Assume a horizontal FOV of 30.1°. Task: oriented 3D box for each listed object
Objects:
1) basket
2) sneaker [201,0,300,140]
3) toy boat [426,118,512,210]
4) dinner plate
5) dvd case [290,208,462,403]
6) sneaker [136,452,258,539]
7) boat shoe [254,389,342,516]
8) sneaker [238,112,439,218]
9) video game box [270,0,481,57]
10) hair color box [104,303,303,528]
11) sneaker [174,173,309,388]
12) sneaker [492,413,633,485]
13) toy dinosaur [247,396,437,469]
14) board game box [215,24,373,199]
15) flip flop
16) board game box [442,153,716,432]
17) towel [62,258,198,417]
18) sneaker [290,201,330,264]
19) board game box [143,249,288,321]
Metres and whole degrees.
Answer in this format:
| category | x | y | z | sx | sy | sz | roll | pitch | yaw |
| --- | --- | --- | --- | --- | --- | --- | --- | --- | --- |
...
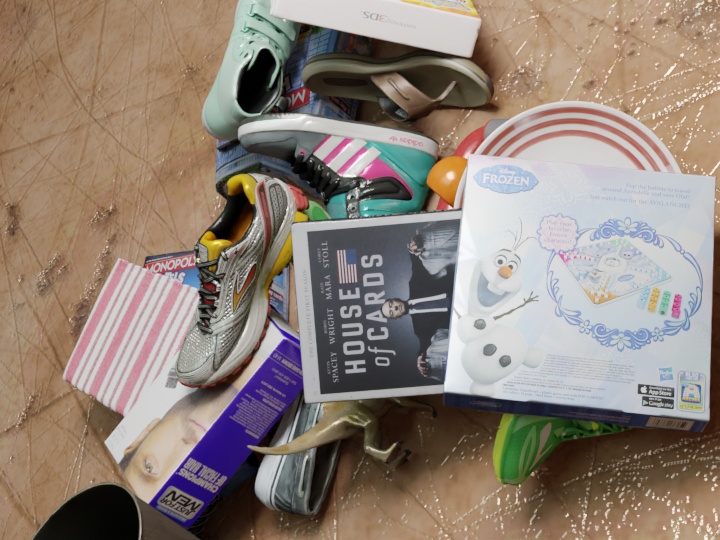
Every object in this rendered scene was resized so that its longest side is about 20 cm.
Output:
| category | x | y | z | sx | sy | sz | roll | pitch | yaw |
| --- | --- | --- | --- | --- | --- | --- | --- | --- | --- |
| basket | -0.188 | 0.297 | 1.189 | 0.181 | 0.200 | 0.136 | -49 | 45 | 6 |
| sneaker | -0.090 | -0.230 | 1.350 | 0.118 | 0.073 | 0.202 | -8 | 61 | 66 |
| toy boat | 0.104 | -0.055 | 1.187 | 0.130 | 0.130 | 0.202 | 4 | 70 | 41 |
| dinner plate | 0.176 | -0.039 | 1.121 | 0.198 | 0.024 | 0.203 | 0 | 91 | 4 |
| dvd case | 0.046 | 0.028 | 1.107 | 0.198 | 0.025 | 0.152 | -5 | 93 | 1 |
| sneaker | -0.170 | 0.243 | 1.305 | 0.200 | 0.078 | 0.090 | -39 | 62 | 21 |
| boat shoe | -0.029 | 0.134 | 1.249 | 0.070 | 0.072 | 0.202 | 16 | 83 | 29 |
| sneaker | -0.027 | -0.080 | 1.305 | 0.198 | 0.084 | 0.122 | 8 | 79 | -1 |
| video game box | 0.006 | -0.279 | 1.317 | 0.183 | 0.198 | 0.047 | -101 | 24 | -57 |
| hair color box | -0.137 | 0.123 | 1.235 | 0.201 | 0.065 | 0.109 | -52 | 42 | 4 |
| sneaker | -0.122 | 0.006 | 1.186 | 0.077 | 0.082 | 0.202 | 16 | 83 | 45 |
| sneaker | 0.184 | 0.100 | 1.062 | 0.200 | 0.074 | 0.084 | -44 | 62 | -2 |
| toy dinosaur | -0.001 | 0.133 | 1.195 | 0.101 | 0.058 | 0.200 | 39 | 62 | 22 |
| board game box | -0.082 | -0.158 | 1.437 | 0.199 | 0.062 | 0.202 | -18 | 56 | 32 |
| flip flop | 0.034 | -0.176 | 1.319 | 0.198 | 0.081 | 0.058 | 5 | 65 | 15 |
| board game box | 0.171 | 0.015 | 1.038 | 0.198 | 0.043 | 0.201 | 6 | 69 | 5 |
| towel | -0.224 | 0.076 | 1.379 | 0.199 | 0.030 | 0.147 | 19 | 81 | 46 |
| sneaker | 0.000 | 0.000 | 1.201 | 0.084 | 0.074 | 0.200 | -53 | 52 | 20 |
| board game box | -0.149 | 0.033 | 1.399 | 0.199 | 0.062 | 0.202 | -6 | 63 | 38 |
